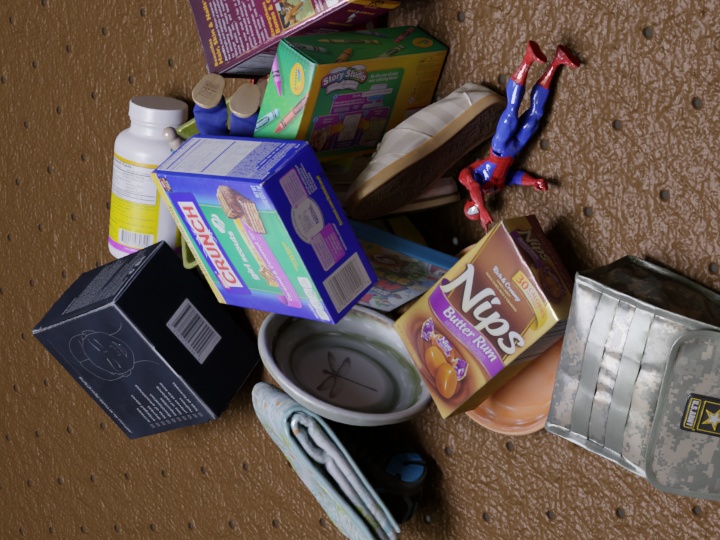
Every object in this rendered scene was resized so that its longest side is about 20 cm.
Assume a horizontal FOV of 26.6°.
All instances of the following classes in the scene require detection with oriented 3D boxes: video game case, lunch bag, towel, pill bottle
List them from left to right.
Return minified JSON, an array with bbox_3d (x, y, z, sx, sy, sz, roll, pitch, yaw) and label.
[{"bbox_3d":[-0.261,-0.114,1.920,0.104,0.104,0.202,25,116,41],"label":"pill bottle"},{"bbox_3d":[-0.043,0.217,1.678,0.201,0.048,0.171,56,166,-14],"label":"towel"},{"bbox_3d":[0.000,0.000,1.616,0.200,0.142,0.018,-31,44,61],"label":"video game case"},{"bbox_3d":[0.283,0.102,1.381,0.199,0.117,0.165,25,116,34],"label":"lunch bag"}]

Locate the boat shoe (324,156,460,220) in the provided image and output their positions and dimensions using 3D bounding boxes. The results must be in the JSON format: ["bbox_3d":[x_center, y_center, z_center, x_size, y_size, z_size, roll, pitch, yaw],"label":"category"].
[{"bbox_3d":[0.004,-0.087,1.599,0.075,0.198,0.069,107,156,-86],"label":"boat shoe"}]

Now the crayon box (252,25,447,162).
[{"bbox_3d":[-0.009,-0.181,1.564,0.058,0.199,0.119,39,125,32],"label":"crayon box"}]

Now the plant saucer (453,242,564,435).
[{"bbox_3d":[0.153,0.068,1.567,0.199,0.037,0.202,12,108,44],"label":"plant saucer"}]

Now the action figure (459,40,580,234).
[{"bbox_3d":[0.157,-0.114,1.495,0.201,0.065,0.099,-62,38,35],"label":"action figure"}]

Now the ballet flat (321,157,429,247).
[{"bbox_3d":[0.002,-0.069,1.676,0.200,0.067,0.067,51,126,27],"label":"ballet flat"}]

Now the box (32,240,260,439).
[{"bbox_3d":[-0.266,0.092,1.899,0.196,0.124,0.200,-18,118,46],"label":"box"}]

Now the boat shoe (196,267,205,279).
[{"bbox_3d":[-0.154,-0.067,1.840,0.201,0.070,0.072,-46,66,43],"label":"boat shoe"}]

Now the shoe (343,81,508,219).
[{"bbox_3d":[0.059,-0.122,1.534,0.053,0.199,0.070,48,167,28],"label":"shoe"}]

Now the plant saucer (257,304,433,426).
[{"bbox_3d":[-0.017,0.108,1.616,0.200,0.199,0.051,42,129,32],"label":"plant saucer"}]

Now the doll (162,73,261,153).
[{"bbox_3d":[-0.149,-0.128,1.628,0.135,0.049,0.201,15,147,4],"label":"doll"}]

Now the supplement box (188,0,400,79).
[{"bbox_3d":[-0.072,-0.283,1.551,0.199,0.085,0.111,-22,81,33],"label":"supplement box"}]

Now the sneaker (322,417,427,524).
[{"bbox_3d":[-0.005,0.211,1.743,0.200,0.073,0.082,41,138,40],"label":"sneaker"}]

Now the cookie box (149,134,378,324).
[{"bbox_3d":[-0.099,-0.044,1.527,0.199,0.075,0.172,9,133,50],"label":"cookie box"}]

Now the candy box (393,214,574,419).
[{"bbox_3d":[0.127,0.048,1.524,0.200,0.056,0.117,-46,65,40],"label":"candy box"}]

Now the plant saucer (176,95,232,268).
[{"bbox_3d":[-0.119,-0.115,1.742,0.199,0.048,0.201,-26,54,26],"label":"plant saucer"}]

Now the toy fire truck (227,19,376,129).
[{"bbox_3d":[-0.079,-0.229,1.672,0.175,0.128,0.202,11,103,44],"label":"toy fire truck"}]
